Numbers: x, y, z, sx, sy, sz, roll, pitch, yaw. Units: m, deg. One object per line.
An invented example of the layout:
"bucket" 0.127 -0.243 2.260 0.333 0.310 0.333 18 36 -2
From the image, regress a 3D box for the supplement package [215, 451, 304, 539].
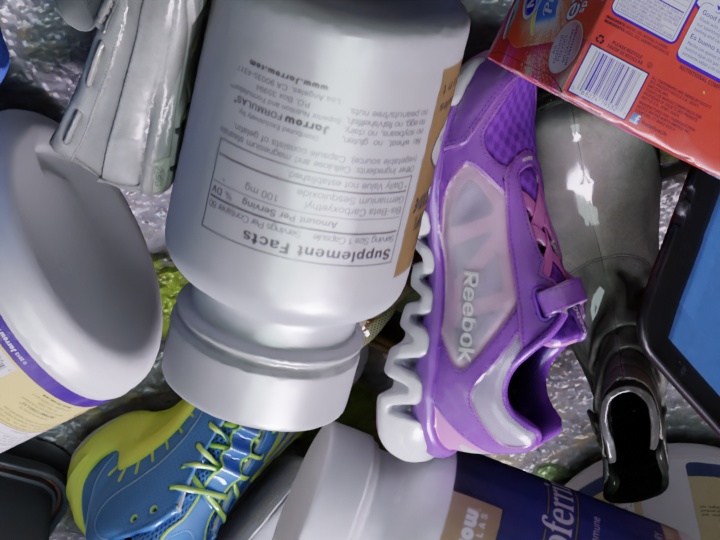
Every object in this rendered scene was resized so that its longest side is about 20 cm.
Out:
"supplement package" -0.044 0.223 1.366 0.156 0.111 0.200 43 81 -9

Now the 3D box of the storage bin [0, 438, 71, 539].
"storage bin" -0.249 0.192 1.399 0.145 0.135 0.200 18 131 -24

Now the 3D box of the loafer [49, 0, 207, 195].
"loafer" -0.101 -0.121 1.128 0.069 0.070 0.201 14 126 2

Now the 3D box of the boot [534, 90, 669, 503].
"boot" 0.126 0.015 1.256 0.067 0.131 0.201 -11 137 6

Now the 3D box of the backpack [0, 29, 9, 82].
"backpack" -0.245 -0.100 1.066 0.199 0.163 0.168 18 115 -22

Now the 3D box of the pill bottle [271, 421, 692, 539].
"pill bottle" 0.059 0.153 1.274 0.199 0.116 0.116 21 132 -8

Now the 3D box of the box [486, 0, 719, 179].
"box" 0.171 -0.090 1.135 0.199 0.095 0.100 24 96 -23

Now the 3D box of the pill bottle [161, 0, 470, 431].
"pill bottle" -0.027 -0.036 1.151 0.114 0.114 0.201 8 113 -15

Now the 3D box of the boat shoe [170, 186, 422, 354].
"boat shoe" 0.000 0.000 1.261 0.199 0.074 0.076 22 141 -27

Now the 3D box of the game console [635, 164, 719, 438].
"game console" 0.245 0.007 1.273 0.172 0.119 0.200 -27 134 21

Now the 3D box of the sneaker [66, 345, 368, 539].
"sneaker" -0.072 0.104 1.346 0.200 0.105 0.076 -35 131 28

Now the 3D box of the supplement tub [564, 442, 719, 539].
"supplement tub" 0.181 0.212 1.424 0.143 0.201 0.145 -3 137 -3

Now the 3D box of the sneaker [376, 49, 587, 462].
"sneaker" 0.069 -0.001 1.202 0.088 0.201 0.080 12 -169 30

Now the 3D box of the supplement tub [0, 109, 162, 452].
"supplement tub" -0.210 0.026 1.217 0.199 0.146 0.145 -25 134 20
